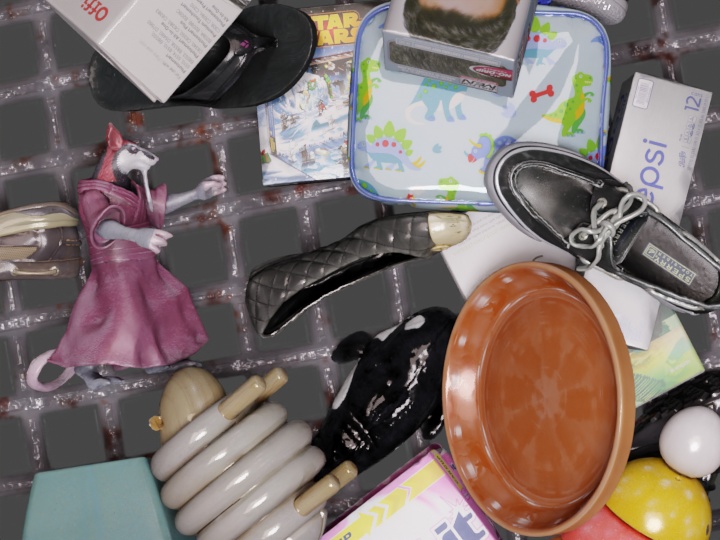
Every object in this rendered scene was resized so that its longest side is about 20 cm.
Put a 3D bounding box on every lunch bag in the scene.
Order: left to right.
[{"bbox_3d":[0.090,-0.125,1.380,0.198,0.082,0.163,2,91,2],"label":"lunch bag"}]

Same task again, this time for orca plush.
[{"bbox_3d":[0.001,0.106,1.429,0.199,0.071,0.106,-32,87,3],"label":"orca plush"}]

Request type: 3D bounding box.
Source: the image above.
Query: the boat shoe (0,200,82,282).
[{"bbox_3d":[-0.316,-0.001,1.451,0.198,0.074,0.074,-13,88,5],"label":"boat shoe"}]

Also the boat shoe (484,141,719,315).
[{"bbox_3d":[0.180,-0.028,1.310,0.199,0.068,0.074,36,91,-5],"label":"boat shoe"}]

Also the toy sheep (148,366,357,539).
[{"bbox_3d":[-0.082,0.159,1.369,0.137,0.138,0.201,-37,82,3],"label":"toy sheep"}]

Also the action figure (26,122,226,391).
[{"bbox_3d":[-0.187,-0.015,1.436,0.147,0.134,0.202,-10,92,23],"label":"action figure"}]

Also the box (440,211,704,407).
[{"bbox_3d":[0.162,0.024,1.436,0.143,0.036,0.201,-28,89,3],"label":"box"}]

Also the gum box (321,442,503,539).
[{"bbox_3d":[0.020,0.238,1.428,0.199,0.066,0.114,-38,89,3],"label":"gum box"}]

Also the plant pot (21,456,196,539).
[{"bbox_3d":[-0.188,0.251,1.411,0.140,0.141,0.202,-8,82,4],"label":"plant pot"}]

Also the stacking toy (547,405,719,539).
[{"bbox_3d":[0.210,0.190,1.337,0.145,0.146,0.201,27,107,4],"label":"stacking toy"}]

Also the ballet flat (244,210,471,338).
[{"bbox_3d":[0.000,0.000,1.418,0.198,0.066,0.057,-21,67,24],"label":"ballet flat"}]

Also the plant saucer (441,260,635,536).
[{"bbox_3d":[0.133,0.094,1.352,0.032,0.199,0.203,0,89,-36],"label":"plant saucer"}]

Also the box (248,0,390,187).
[{"bbox_3d":[0.015,-0.143,1.446,0.198,0.040,0.139,-4,90,4],"label":"box"}]

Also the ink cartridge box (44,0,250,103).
[{"bbox_3d":[-0.143,-0.249,1.396,0.200,0.084,0.146,-49,43,-1],"label":"ink cartridge box"}]

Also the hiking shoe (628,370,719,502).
[{"bbox_3d":[0.253,0.149,1.418,0.199,0.076,0.101,-27,96,13],"label":"hiking shoe"}]

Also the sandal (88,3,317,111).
[{"bbox_3d":[-0.128,-0.160,1.425,0.198,0.048,0.076,-10,88,21],"label":"sandal"}]

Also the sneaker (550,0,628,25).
[{"bbox_3d":[0.128,-0.275,1.424,0.198,0.075,0.116,20,89,0],"label":"sneaker"}]

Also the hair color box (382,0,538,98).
[{"bbox_3d":[0.088,-0.236,1.331,0.098,0.061,0.202,13,70,7],"label":"hair color box"}]

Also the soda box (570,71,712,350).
[{"bbox_3d":[0.208,-0.043,1.384,0.063,0.068,0.202,14,89,0],"label":"soda box"}]
